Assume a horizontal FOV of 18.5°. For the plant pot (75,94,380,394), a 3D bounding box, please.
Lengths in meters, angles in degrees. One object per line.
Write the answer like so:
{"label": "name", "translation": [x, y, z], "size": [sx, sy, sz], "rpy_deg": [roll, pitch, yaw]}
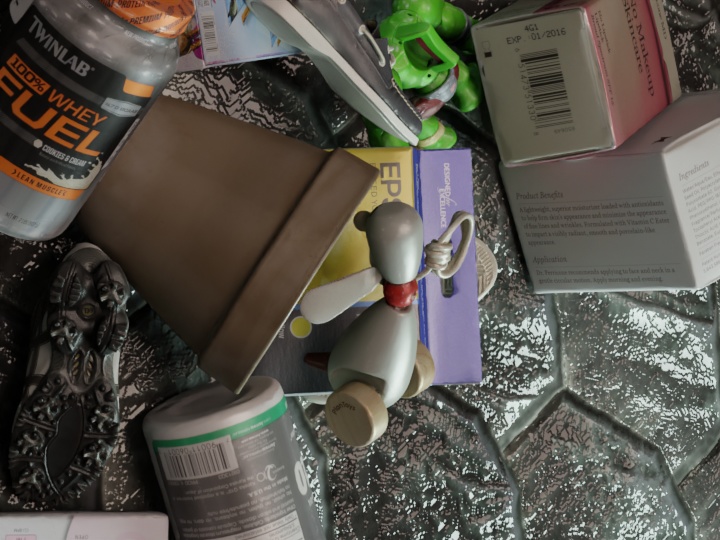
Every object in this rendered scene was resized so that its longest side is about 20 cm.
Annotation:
{"label": "plant pot", "translation": [-0.108, -0.038, 1.651], "size": [0.173, 0.200, 0.200], "rpy_deg": [34, 62, -1]}

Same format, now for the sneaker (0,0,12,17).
{"label": "sneaker", "translation": [-0.210, -0.223, 1.653], "size": [0.200, 0.075, 0.106], "rpy_deg": [13, 74, -49]}

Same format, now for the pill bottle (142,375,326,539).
{"label": "pill bottle", "translation": [-0.089, 0.192, 1.709], "size": [0.113, 0.113, 0.200], "rpy_deg": [-25, 106, -39]}

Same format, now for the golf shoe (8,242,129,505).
{"label": "golf shoe", "translation": [-0.212, 0.074, 1.630], "size": [0.078, 0.095, 0.200], "rpy_deg": [13, 108, -16]}

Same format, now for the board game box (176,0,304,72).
{"label": "board game box", "translation": [-0.105, -0.259, 1.712], "size": [0.199, 0.041, 0.200], "rpy_deg": [-18, 101, -64]}

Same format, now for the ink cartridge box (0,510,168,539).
{"label": "ink cartridge box", "translation": [-0.220, 0.278, 1.634], "size": [0.162, 0.057, 0.200], "rpy_deg": [5, 80, -42]}

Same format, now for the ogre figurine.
{"label": "ogre figurine", "translation": [0.048, -0.164, 1.858], "size": [0.200, 0.098, 0.120], "rpy_deg": [-51, 132, -18]}

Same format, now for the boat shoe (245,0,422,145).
{"label": "boat shoe", "translation": [-0.008, -0.173, 1.727], "size": [0.200, 0.074, 0.060], "rpy_deg": [42, 79, -33]}

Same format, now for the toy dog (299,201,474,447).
{"label": "toy dog", "translation": [0.002, 0.031, 1.698], "size": [0.132, 0.096, 0.200], "rpy_deg": [-14, 122, -60]}

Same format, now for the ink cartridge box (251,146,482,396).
{"label": "ink cartridge box", "translation": [0.000, 0.000, 1.781], "size": [0.200, 0.047, 0.198], "rpy_deg": [-3, 89, -8]}

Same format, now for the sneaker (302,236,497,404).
{"label": "sneaker", "translation": [0.024, 0.045, 1.850], "size": [0.200, 0.085, 0.075], "rpy_deg": [-33, 94, -12]}

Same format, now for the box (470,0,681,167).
{"label": "box", "translation": [0.192, -0.181, 1.934], "size": [0.200, 0.109, 0.128], "rpy_deg": [-36, 114, -60]}

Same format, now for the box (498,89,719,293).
{"label": "box", "translation": [0.269, -0.073, 1.980], "size": [0.200, 0.199, 0.131], "rpy_deg": [-27, 107, -39]}

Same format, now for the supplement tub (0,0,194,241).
{"label": "supplement tub", "translation": [-0.209, -0.130, 1.548], "size": [0.122, 0.123, 0.200], "rpy_deg": [19, 117, -40]}
